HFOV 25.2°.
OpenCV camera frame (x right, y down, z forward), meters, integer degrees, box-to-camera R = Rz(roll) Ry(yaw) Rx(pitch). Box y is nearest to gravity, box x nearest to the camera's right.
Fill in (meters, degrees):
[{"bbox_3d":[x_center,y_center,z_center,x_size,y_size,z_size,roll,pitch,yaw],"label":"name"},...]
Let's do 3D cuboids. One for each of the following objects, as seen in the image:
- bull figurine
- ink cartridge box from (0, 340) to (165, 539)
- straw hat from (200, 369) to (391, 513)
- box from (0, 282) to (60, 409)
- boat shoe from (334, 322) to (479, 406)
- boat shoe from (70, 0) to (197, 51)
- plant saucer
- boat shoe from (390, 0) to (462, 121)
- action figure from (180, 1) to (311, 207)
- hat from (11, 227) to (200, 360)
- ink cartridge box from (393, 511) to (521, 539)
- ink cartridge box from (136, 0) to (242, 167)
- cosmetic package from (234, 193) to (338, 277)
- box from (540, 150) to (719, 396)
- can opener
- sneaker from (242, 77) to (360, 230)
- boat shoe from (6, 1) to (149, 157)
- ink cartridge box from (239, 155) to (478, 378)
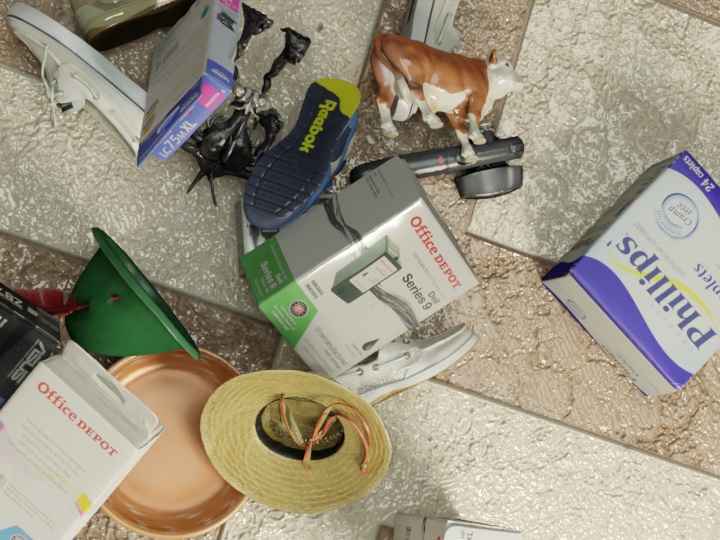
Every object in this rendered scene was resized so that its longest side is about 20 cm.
[{"bbox_3d":[0.092,-0.189,1.700,0.198,0.065,0.123,10,62,-35],"label":"bull figurine"},{"bbox_3d":[-0.293,0.177,1.567,0.128,0.125,0.200,42,97,1],"label":"ink cartridge box"},{"bbox_3d":[-0.057,0.150,1.641,0.200,0.201,0.085,31,37,-8],"label":"straw hat"},{"bbox_3d":[-0.415,0.087,1.562,0.161,0.049,0.200,37,104,-28],"label":"box"},{"bbox_3d":[0.032,0.095,1.717,0.199,0.071,0.070,-26,92,-13],"label":"boat shoe"},{"bbox_3d":[-0.208,-0.295,1.701,0.198,0.072,0.065,-23,75,-19],"label":"boat shoe"},{"bbox_3d":[-0.197,0.177,1.672,0.198,0.037,0.203,1,84,-12],"label":"plant saucer"},{"bbox_3d":[0.079,-0.256,1.768,0.065,0.072,0.202,16,75,-11],"label":"boat shoe"},{"bbox_3d":[-0.129,-0.171,1.694,0.118,0.102,0.201,25,99,-17],"label":"action figure"},{"bbox_3d":[-0.283,0.070,1.620,0.176,0.200,0.166,-39,127,-3],"label":"hat"},{"bbox_3d":[0.091,0.327,1.641,0.083,0.200,0.147,8,82,-12],"label":"ink cartridge box"},{"bbox_3d":[-0.172,-0.195,1.623,0.042,0.119,0.201,32,36,-24],"label":"ink cartridge box"},{"bbox_3d":[-0.032,-0.039,1.726,0.198,0.051,0.084,-3,86,-14],"label":"cosmetic package"},{"bbox_3d":[0.338,0.005,1.782,0.200,0.105,0.184,-45,95,-13],"label":"box"},{"bbox_3d":[0.086,-0.115,1.755,0.198,0.063,0.080,-6,82,-14],"label":"can opener"},{"bbox_3d":[-0.056,-0.109,1.688,0.073,0.083,0.201,25,58,13],"label":"sneaker"},{"bbox_3d":[-0.299,-0.188,1.672,0.201,0.075,0.086,39,81,-17],"label":"boat shoe"},{"bbox_3d":[0.000,0.000,1.650,0.199,0.084,0.146,-33,131,5],"label":"ink cartridge box"}]
